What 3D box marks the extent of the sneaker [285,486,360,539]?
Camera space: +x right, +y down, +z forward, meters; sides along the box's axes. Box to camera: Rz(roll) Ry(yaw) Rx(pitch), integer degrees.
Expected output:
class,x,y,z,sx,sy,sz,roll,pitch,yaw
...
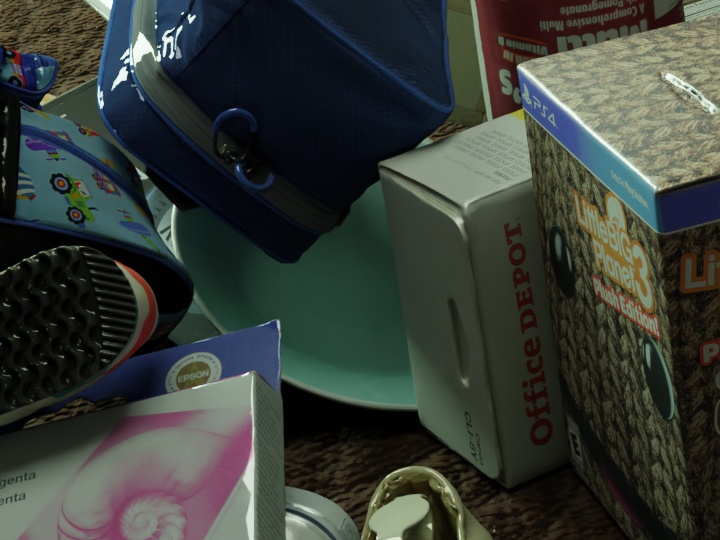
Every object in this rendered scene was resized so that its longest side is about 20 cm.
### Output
class,x,y,z,sx,sy,sz,roll,pitch,yaw
sneaker,-0.101,0.120,1.072,0.199,0.073,0.071,1,24,22

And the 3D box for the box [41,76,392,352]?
class,x,y,z,sx,sy,sz,roll,pitch,yaw
box,-0.099,-0.022,1.317,0.200,0.044,0.160,36,46,24

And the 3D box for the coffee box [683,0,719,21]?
class,x,y,z,sx,sy,sz,roll,pitch,yaw
coffee box,0.237,-0.068,1.299,0.080,0.115,0.200,-18,25,-17

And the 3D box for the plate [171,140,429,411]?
class,x,y,z,sx,sy,sz,roll,pitch,yaw
plate,0.000,0.000,1.267,0.200,0.026,0.201,10,45,-10

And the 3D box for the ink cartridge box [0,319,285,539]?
class,x,y,z,sx,sy,sz,roll,pitch,yaw
ink cartridge box,-0.128,0.107,1.030,0.196,0.043,0.200,-15,48,13

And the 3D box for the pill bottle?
class,x,y,z,sx,sy,sz,roll,pitch,yaw
pill bottle,0.118,-0.102,1.310,0.109,0.201,0.110,-8,25,4

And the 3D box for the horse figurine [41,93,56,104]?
class,x,y,z,sx,sy,sz,roll,pitch,yaw
horse figurine,-0.220,-0.077,1.559,0.132,0.050,0.200,-2,17,-13

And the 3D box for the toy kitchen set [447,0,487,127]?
class,x,y,z,sx,sy,sz,roll,pitch,yaw
toy kitchen set,0.057,-0.190,1.488,0.180,0.164,0.200,13,16,-23

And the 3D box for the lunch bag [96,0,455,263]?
class,x,y,z,sx,sy,sz,roll,pitch,yaw
lunch bag,-0.045,-0.097,1.205,0.132,0.136,0.200,-44,21,23

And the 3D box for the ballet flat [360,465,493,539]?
class,x,y,z,sx,sy,sz,roll,pitch,yaw
ballet flat,0.013,0.142,0.991,0.069,0.070,0.200,-5,26,12

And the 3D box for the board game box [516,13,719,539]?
class,x,y,z,sx,sy,sz,roll,pitch,yaw
board game box,0.147,0.018,1.044,0.097,0.201,0.159,-15,25,-11

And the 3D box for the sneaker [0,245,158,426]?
class,x,y,z,sx,sy,sz,roll,pitch,yaw
sneaker,-0.176,0.045,1.067,0.199,0.071,0.093,-21,-7,10

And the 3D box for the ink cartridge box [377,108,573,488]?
class,x,y,z,sx,sy,sz,roll,pitch,yaw
ink cartridge box,0.119,-0.008,1.175,0.200,0.146,0.083,-21,26,-23

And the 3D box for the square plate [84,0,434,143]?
class,x,y,z,sx,sy,sz,roll,pitch,yaw
square plate,-0.045,-0.105,1.427,0.200,0.028,0.198,22,11,-37

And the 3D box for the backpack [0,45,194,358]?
class,x,y,z,sx,sy,sz,roll,pitch,yaw
backpack,-0.183,-0.018,1.171,0.200,0.183,0.135,12,55,-27
